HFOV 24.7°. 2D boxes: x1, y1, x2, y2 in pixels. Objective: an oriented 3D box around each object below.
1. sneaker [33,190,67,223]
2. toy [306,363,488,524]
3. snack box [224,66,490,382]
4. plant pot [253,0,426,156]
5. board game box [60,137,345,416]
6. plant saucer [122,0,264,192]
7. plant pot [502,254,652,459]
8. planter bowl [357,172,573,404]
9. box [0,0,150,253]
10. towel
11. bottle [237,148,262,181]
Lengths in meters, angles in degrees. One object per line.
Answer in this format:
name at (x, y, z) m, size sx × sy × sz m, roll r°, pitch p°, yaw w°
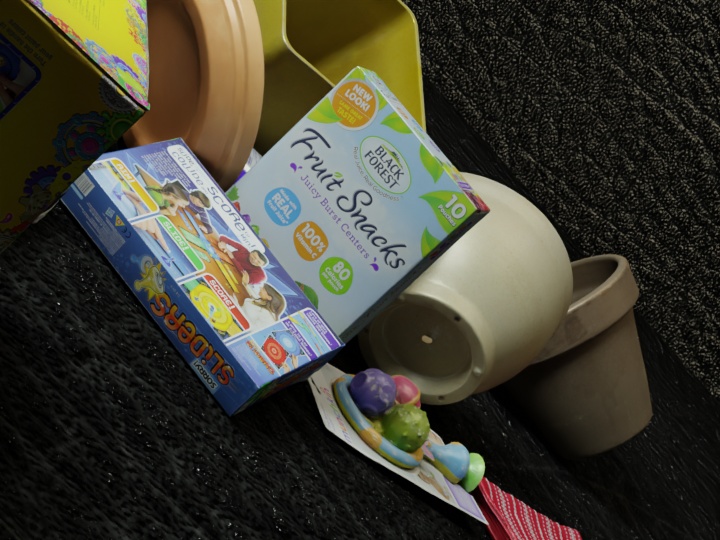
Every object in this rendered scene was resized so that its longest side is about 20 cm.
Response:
sneaker at (-0.216, -0.083, 0.996) m, size 0.074 × 0.087 × 0.200 m, roll 51°, pitch 13°, yaw 14°
toy at (0.034, 0.119, 1.324) m, size 0.200 × 0.047 × 0.115 m, roll 39°, pitch 14°, yaw -38°
snack box at (-0.024, -0.032, 1.232) m, size 0.142 × 0.200 × 0.053 m, roll 50°, pitch 14°, yaw 9°
plant pot at (-0.071, -0.176, 1.481) m, size 0.200 × 0.176 × 0.201 m, roll 37°, pitch 37°, yaw -38°
board game box at (-0.110, -0.001, 1.159) m, size 0.200 × 0.034 × 0.135 m, roll 51°, pitch 26°, yaw 9°
plant saucer at (-0.142, -0.152, 1.269) m, size 0.037 × 0.201 × 0.201 m, roll -4°, pitch 46°, yaw -36°
plant pot at (0.232, 0.103, 1.779) m, size 0.176 × 0.199 × 0.200 m, roll 63°, pitch 11°, yaw -9°
planter bowl at (0.074, 0.032, 1.453) m, size 0.200 × 0.200 × 0.135 m, roll 46°, pitch 39°, yaw -9°
box at (-0.209, -0.085, 0.788) m, size 0.122 × 0.192 × 0.200 m, roll 42°, pitch 13°, yaw -23°
towel at (0.170, 0.257, 1.433) m, size 0.200 × 0.022 × 0.145 m, roll 35°, pitch 19°, yaw -46°
bottle at (-0.086, -0.053, 1.392) m, size 0.200 × 0.065 × 0.084 m, roll 44°, pitch 12°, yaw -20°
